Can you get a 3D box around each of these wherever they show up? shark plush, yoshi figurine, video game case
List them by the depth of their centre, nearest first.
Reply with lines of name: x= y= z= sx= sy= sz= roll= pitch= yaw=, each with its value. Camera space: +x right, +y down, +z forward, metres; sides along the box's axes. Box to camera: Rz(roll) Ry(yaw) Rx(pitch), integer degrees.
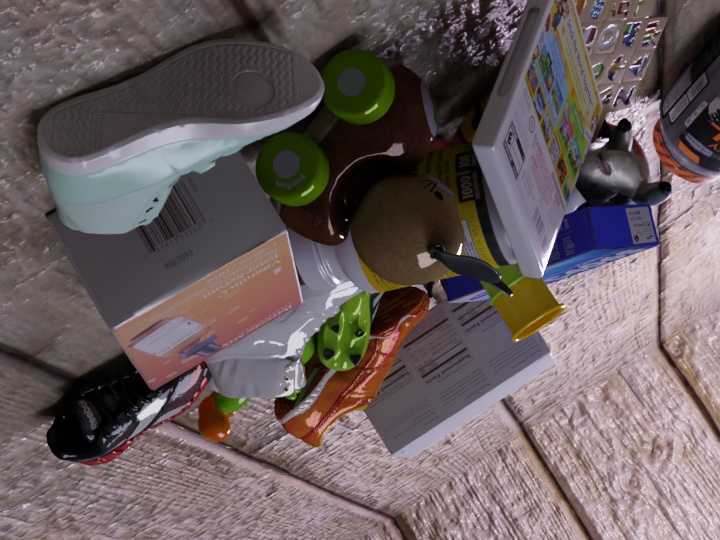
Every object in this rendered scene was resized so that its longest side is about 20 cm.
video game case: x=0.149 y=-0.120 z=1.421 sx=0.183 sy=0.023 sz=0.200 roll=-68 pitch=153 yaw=-24
shark plush: x=0.234 y=-0.073 z=1.684 sx=0.083 sy=0.091 sz=0.200 roll=-25 pitch=166 yaw=-8
yoshi figurine: x=-0.112 y=0.090 z=1.727 sx=0.200 sy=0.112 sz=0.112 roll=-44 pitch=154 yaw=24

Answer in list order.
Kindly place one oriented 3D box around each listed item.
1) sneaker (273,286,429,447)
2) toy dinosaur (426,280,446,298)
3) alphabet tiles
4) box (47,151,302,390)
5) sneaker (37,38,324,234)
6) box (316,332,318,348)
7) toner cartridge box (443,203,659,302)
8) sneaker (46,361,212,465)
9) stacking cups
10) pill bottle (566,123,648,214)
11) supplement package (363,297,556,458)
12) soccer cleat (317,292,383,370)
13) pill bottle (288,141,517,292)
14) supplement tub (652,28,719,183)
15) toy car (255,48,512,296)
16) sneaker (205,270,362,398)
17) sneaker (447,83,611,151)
sneaker: x=-0.002 y=0.094 z=1.769 sx=0.200 sy=0.073 sz=0.077 roll=-44 pitch=123 yaw=4
toy dinosaur: x=0.062 y=-0.020 z=1.778 sx=0.199 sy=0.086 sz=0.135 roll=-11 pitch=162 yaw=-40
alphabet tiles: x=0.198 y=-0.179 z=1.547 sx=0.199 sy=0.006 sz=0.167 roll=-12 pitch=133 yaw=-44
box: x=-0.139 y=-0.007 z=1.363 sx=0.152 sy=0.107 sz=0.200 roll=-31 pitch=164 yaw=-6
sneaker: x=-0.124 y=-0.089 z=1.193 sx=0.200 sy=0.074 sz=0.118 roll=-17 pitch=155 yaw=-16
box: x=-0.010 y=0.099 z=2.006 sx=0.141 sy=0.079 sz=0.200 roll=-23 pitch=162 yaw=-21
toner cartridge box: x=0.179 y=-0.015 z=1.654 sx=0.095 sy=0.043 sz=0.200 roll=-3 pitch=167 yaw=-42
sneaker: x=-0.226 y=0.126 z=1.673 sx=0.200 sy=0.071 sz=0.098 roll=-36 pitch=167 yaw=19
stacking cups: x=0.109 y=-0.031 z=1.598 sx=0.060 sy=0.200 sz=0.061 roll=-32 pitch=168 yaw=-8
pill bottle: x=0.202 y=-0.088 z=1.767 sx=0.116 sy=0.116 sz=0.200 roll=-43 pitch=162 yaw=34
supplement package: x=0.098 y=0.103 z=1.861 sx=0.200 sy=0.111 sz=0.156 roll=-33 pitch=169 yaw=4
soccer cleat: x=0.000 y=0.000 z=1.680 sx=0.081 sy=0.067 sz=0.201 roll=-111 pitch=-141 yaw=-70
pill bottle: x=0.043 y=-0.043 z=1.518 sx=0.199 sy=0.113 sz=0.112 roll=-13 pitch=170 yaw=15
supplement tub: x=0.401 y=-0.184 z=1.850 sx=0.122 sy=0.123 sz=0.200 roll=-23 pitch=162 yaw=-29
toy car: x=0.042 y=-0.054 z=1.353 sx=0.158 sy=0.200 sz=0.164 roll=-51 pitch=165 yaw=3
sneaker: x=-0.058 y=0.052 z=1.629 sx=0.199 sy=0.116 sz=0.074 roll=-19 pitch=-154 yaw=7
sneaker: x=0.158 y=-0.133 z=1.642 sx=0.090 sy=0.070 sz=0.200 roll=-38 pitch=158 yaw=32
